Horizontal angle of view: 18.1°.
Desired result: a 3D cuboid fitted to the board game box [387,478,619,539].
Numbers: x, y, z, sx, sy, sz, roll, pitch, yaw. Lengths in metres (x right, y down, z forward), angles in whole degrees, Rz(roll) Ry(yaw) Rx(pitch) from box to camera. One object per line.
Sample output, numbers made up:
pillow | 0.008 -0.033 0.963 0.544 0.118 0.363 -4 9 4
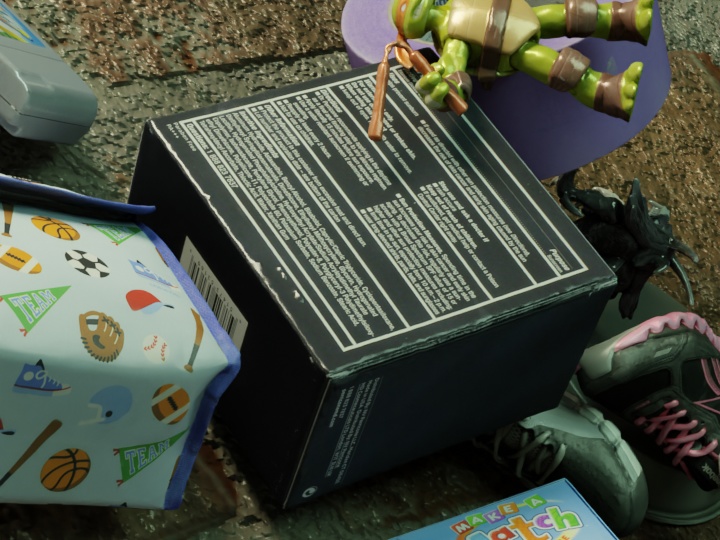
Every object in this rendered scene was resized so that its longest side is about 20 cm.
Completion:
board game box | 0.087 0.194 1.159 0.150 0.037 0.200 -17 35 -17

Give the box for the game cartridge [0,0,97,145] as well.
game cartridge | -0.239 -0.150 1.291 0.200 0.041 0.133 43 5 9

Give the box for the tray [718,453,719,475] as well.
tray | 0.272 0.187 1.335 0.201 0.022 0.107 55 18 7

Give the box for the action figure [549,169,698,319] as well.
action figure | 0.134 -0.044 1.452 0.199 0.119 0.102 18 52 21

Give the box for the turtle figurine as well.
turtle figurine | 0.082 -0.128 1.293 0.160 0.065 0.201 13 50 5

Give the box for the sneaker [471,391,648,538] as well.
sneaker | 0.072 0.097 1.346 0.115 0.075 0.200 -18 55 -45

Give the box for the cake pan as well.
cake pan | 0.181 0.074 1.491 0.199 0.037 0.201 25 39 -21

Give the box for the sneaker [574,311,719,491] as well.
sneaker | 0.200 0.086 1.387 0.199 0.079 0.096 15 57 -52

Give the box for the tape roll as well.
tape roll | 0.092 -0.142 1.431 0.201 0.198 0.085 -73 152 -52

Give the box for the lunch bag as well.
lunch bag | -0.179 0.016 1.150 0.169 0.124 0.200 9 29 -36

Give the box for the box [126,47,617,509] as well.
box | 0.000 0.000 1.270 0.197 0.124 0.200 -17 56 -30
